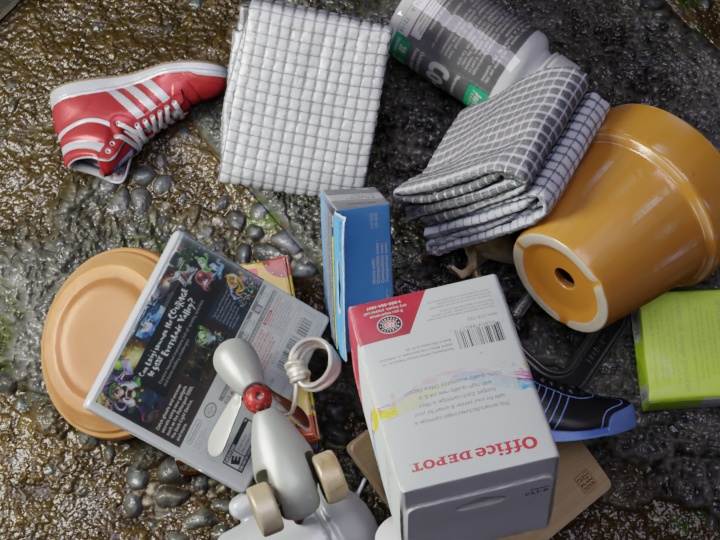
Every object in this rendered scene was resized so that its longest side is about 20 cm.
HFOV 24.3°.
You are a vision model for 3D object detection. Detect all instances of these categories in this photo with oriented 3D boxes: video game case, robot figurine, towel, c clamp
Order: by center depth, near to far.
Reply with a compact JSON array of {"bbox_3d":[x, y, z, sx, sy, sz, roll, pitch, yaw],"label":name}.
[{"bbox_3d":[-0.150,0.090,1.652,0.182,0.023,0.200,31,72,-15],"label":"video game case"},{"bbox_3d":[-0.063,0.286,1.659,0.200,0.113,0.170,-29,93,-11],"label":"robot figurine"},{"bbox_3d":[0.141,-0.117,1.722,0.086,0.200,0.166,45,55,-22],"label":"towel"},{"bbox_3d":[0.203,0.033,1.771,0.171,0.027,0.200,39,55,-9],"label":"c clamp"},{"bbox_3d":[-0.060,-0.183,1.788,0.165,0.086,0.200,9,101,1],"label":"towel"}]

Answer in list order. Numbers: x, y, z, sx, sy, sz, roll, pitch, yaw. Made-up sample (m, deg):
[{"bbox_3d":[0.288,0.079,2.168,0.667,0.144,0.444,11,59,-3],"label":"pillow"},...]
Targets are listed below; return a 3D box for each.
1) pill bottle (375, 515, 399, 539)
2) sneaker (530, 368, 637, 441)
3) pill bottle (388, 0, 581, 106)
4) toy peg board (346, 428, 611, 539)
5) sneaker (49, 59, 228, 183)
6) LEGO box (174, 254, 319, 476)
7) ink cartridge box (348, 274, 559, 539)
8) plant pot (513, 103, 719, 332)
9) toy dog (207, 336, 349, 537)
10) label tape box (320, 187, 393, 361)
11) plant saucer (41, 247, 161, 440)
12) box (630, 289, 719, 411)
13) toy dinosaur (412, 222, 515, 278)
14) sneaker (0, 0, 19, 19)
[{"bbox_3d":[0.063,0.330,1.599,0.112,0.200,0.112,-5,32,3],"label":"pill bottle"},{"bbox_3d":[0.177,0.129,1.654,0.200,0.070,0.078,-3,92,-11],"label":"sneaker"},{"bbox_3d":[0.135,-0.237,1.835,0.200,0.113,0.113,34,74,9],"label":"pill bottle"},{"bbox_3d":[0.113,0.201,1.718,0.200,0.098,0.199,-37,93,-13],"label":"toy peg board"},{"bbox_3d":[-0.234,-0.160,1.816,0.200,0.071,0.113,-11,69,2],"label":"sneaker"},{"bbox_3d":[-0.131,0.098,1.734,0.149,0.077,0.200,-9,73,-5],"label":"LEGO box"},{"bbox_3d":[0.082,0.135,1.521,0.145,0.145,0.200,-12,55,-5],"label":"ink cartridge box"},{"bbox_3d":[0.263,-0.039,1.715,0.200,0.200,0.183,44,64,11],"label":"plant pot"},{"bbox_3d":[-0.081,0.168,1.604,0.132,0.096,0.200,-2,60,-4],"label":"toy dog"},{"bbox_3d":[0.000,0.000,1.672,0.066,0.200,0.143,-3,100,-7],"label":"label tape box"},{"bbox_3d":[-0.253,0.072,1.707,0.200,0.037,0.200,-6,77,28],"label":"plant saucer"},{"bbox_3d":[0.395,0.082,1.779,0.200,0.048,0.122,-3,73,-4],"label":"box"},{"bbox_3d":[0.129,-0.027,1.797,0.200,0.058,0.101,33,73,8],"label":"toy dinosaur"},{"bbox_3d":[-0.465,-0.282,1.846,0.084,0.075,0.200,38,65,8],"label":"sneaker"}]
